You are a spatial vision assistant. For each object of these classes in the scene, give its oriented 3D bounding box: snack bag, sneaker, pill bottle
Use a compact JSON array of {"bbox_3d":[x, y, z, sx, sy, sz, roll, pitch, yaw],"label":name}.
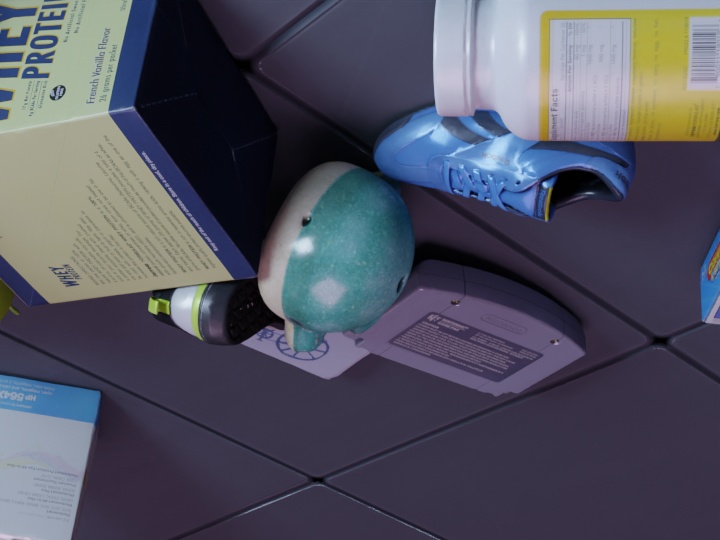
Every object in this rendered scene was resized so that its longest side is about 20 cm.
[{"bbox_3d":[-0.047,0.025,1.221,0.187,0.022,0.199,26,139,-28],"label":"snack bag"},{"bbox_3d":[-0.103,0.012,1.079,0.082,0.073,0.200,9,-173,20],"label":"sneaker"},{"bbox_3d":[0.148,-0.139,0.855,0.197,0.113,0.113,1,147,8],"label":"pill bottle"},{"bbox_3d":[0.102,-0.077,0.991,0.197,0.079,0.066,-1,148,14],"label":"sneaker"}]

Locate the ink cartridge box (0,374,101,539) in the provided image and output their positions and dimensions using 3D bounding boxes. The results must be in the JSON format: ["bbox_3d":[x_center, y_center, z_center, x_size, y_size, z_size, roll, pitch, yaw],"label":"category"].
[{"bbox_3d":[-0.355,0.235,1.424,0.124,0.202,0.129,11,146,-8],"label":"ink cartridge box"}]

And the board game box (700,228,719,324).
[{"bbox_3d":[0.385,-0.022,1.041,0.197,0.056,0.197,6,146,0],"label":"board game box"}]

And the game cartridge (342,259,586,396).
[{"bbox_3d":[0.100,0.053,1.205,0.198,0.042,0.133,21,137,-31],"label":"game cartridge"}]

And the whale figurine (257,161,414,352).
[{"bbox_3d":[0.000,0.000,1.053,0.103,0.160,0.200,25,170,23],"label":"whale figurine"}]

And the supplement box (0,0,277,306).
[{"bbox_3d":[-0.192,-0.091,0.966,0.197,0.136,0.201,-7,145,19],"label":"supplement box"}]

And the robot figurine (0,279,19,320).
[{"bbox_3d":[-0.384,-0.005,1.146,0.197,0.117,0.176,14,148,-12],"label":"robot figurine"}]
